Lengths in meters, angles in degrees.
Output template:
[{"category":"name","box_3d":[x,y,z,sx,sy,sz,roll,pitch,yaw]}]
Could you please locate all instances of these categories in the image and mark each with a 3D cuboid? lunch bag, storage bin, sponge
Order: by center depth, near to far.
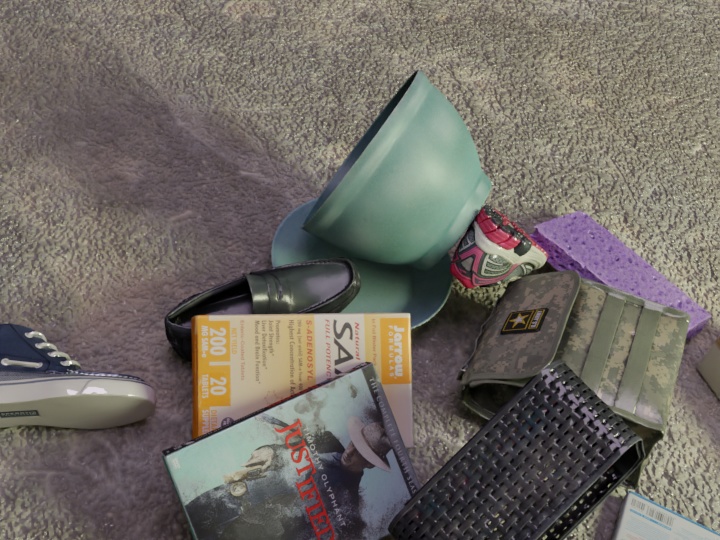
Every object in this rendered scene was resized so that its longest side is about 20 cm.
[{"category":"storage bin","box_3d":[0.133,0.185,0.819,0.200,0.135,0.094,-45,65,0]},{"category":"lunch bag","box_3d":[0.210,0.093,0.981,0.198,0.118,0.164,20,46,13]},{"category":"sponge","box_3d":[0.292,0.009,1.110,0.200,0.030,0.111,43,37,24]}]

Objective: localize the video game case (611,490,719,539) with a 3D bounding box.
[{"category":"video game case","box_3d":[0.280,0.310,0.873,0.142,0.018,0.201,25,49,8]}]

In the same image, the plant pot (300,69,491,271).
[{"category":"plant pot","box_3d":[0.050,-0.085,1.010,0.134,0.200,0.201,36,48,-7]}]

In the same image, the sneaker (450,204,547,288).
[{"category":"sneaker","box_3d":[0.141,-0.020,1.043,0.081,0.075,0.200,43,11,18]}]

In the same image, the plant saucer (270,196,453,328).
[{"category":"plant saucer","box_3d":[0.000,0.000,1.064,0.199,0.039,0.202,6,48,-7]}]

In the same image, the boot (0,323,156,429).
[{"category":"boot","box_3d":[-0.287,0.091,0.895,0.198,0.073,0.091,1,55,-11]}]

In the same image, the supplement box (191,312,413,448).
[{"category":"supplement box","box_3d":[-0.055,0.102,0.901,0.198,0.073,0.128,-1,86,-13]}]

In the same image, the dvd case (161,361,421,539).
[{"category":"dvd case","box_3d":[-0.052,0.183,0.839,0.199,0.022,0.147,-21,91,-21]}]

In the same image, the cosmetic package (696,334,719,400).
[{"category":"cosmetic package","box_3d":[0.456,0.148,1.017,0.104,0.071,0.201,-13,54,-22]}]

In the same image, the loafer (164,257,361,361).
[{"category":"loafer","box_3d":[-0.094,0.033,0.959,0.199,0.071,0.069,-20,62,-5]}]
